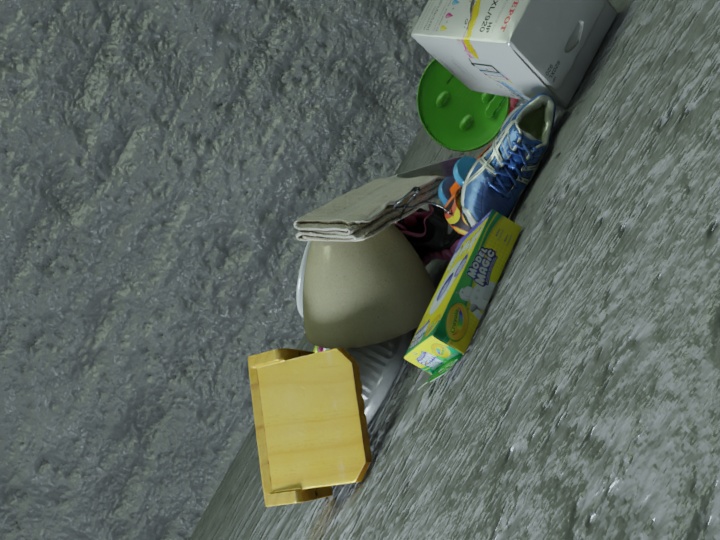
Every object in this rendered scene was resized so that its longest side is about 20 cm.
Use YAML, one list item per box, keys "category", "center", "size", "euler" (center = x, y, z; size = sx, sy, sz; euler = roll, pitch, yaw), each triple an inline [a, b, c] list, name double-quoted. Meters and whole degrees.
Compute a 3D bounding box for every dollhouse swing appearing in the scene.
- category: "dollhouse swing"
  center: [-0.048, 0.206, 1.415]
  size: [0.181, 0.172, 0.204]
  euler: [20, -120, -69]

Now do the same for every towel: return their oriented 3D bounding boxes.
- category: "towel"
  center: [0.013, -0.088, 1.405]
  size: [0.131, 0.035, 0.199]
  euler: [3, 25, 43]

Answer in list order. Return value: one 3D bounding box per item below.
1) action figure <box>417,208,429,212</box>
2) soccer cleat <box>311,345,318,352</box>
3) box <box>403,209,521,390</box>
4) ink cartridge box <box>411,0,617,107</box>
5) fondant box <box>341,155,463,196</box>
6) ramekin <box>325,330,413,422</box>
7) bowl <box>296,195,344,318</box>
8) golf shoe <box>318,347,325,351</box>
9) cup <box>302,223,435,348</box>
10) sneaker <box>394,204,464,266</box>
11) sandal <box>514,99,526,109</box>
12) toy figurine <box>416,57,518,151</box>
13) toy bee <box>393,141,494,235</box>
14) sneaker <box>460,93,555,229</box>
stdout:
- category: "action figure"
  center: [0.078, 0.002, 1.649]
  size: [0.203, 0.068, 0.130]
  euler: [-64, 10, -2]
- category: "soccer cleat"
  center: [-0.047, 0.197, 1.683]
  size: [0.083, 0.064, 0.203]
  euler: [-33, 41, 41]
- category: "box"
  center: [0.113, 0.039, 1.209]
  size: [0.203, 0.048, 0.117]
  euler: [-65, 6, -22]
- category: "ink cartridge box"
  center: [0.200, -0.325, 1.354]
  size: [0.199, 0.144, 0.149]
  euler: [22, 82, 52]
- category: "fondant box"
  center: [0.075, -0.134, 1.759]
  size: [0.142, 0.059, 0.199]
  euler: [-19, 3, -30]
- category: "ramekin"
  center: [-0.006, 0.142, 1.553]
  size: [0.205, 0.093, 0.203]
  euler: [-59, 5, 9]
- category: "bowl"
  center: [-0.018, -0.007, 1.614]
  size: [0.203, 0.089, 0.202]
  euler: [90, -154, -47]
- category: "golf shoe"
  center: [-0.010, 0.071, 1.699]
  size: [0.075, 0.090, 0.203]
  euler: [-36, 34, 56]
- category: "cup"
  center: [0.000, 0.000, 1.446]
  size: [0.201, 0.196, 0.146]
  euler: [-75, -29, -70]
- category: "sneaker"
  center: [0.078, -0.050, 1.517]
  size: [0.199, 0.094, 0.080]
  euler: [-25, 43, 52]
- category: "sandal"
  center: [0.281, -0.320, 1.520]
  size: [0.082, 0.049, 0.206]
  euler: [-47, -24, -63]
- category: "toy figurine"
  center: [0.203, -0.287, 1.594]
  size: [0.201, 0.150, 0.183]
  euler: [-52, -14, 25]
- category: "toy bee"
  center: [0.147, -0.087, 1.382]
  size: [0.199, 0.109, 0.131]
  euler: [-37, -9, -13]
- category: "sneaker"
  center: [0.185, -0.138, 1.290]
  size: [0.203, 0.075, 0.077]
  euler: [-64, 2, -18]
